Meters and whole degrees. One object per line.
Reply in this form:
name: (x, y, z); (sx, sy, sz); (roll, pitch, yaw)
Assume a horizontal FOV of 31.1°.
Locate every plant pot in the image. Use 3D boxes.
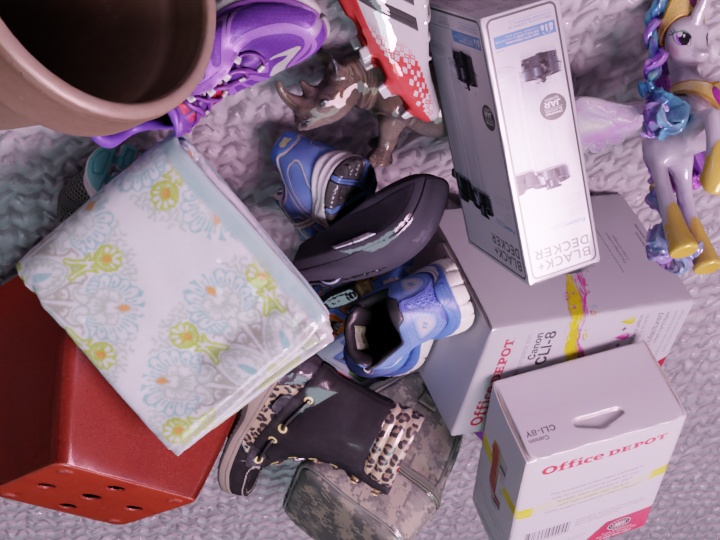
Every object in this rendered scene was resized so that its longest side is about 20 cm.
plant pot: (-0.217, -0.165, 0.794); (0.174, 0.201, 0.200); (-16, 145, 37)
plant pot: (-0.222, 0.113, 1.123); (0.199, 0.177, 0.200); (23, 149, -34)

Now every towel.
towel: (-0.140, 0.021, 0.990); (0.171, 0.048, 0.200); (-38, 96, 10)

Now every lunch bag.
lunch bag: (0.024, 0.200, 1.313); (0.139, 0.168, 0.200); (38, 154, 9)

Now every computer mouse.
computer mouse: (0.000, 0.000, 1.055); (0.199, 0.046, 0.140); (-29, 156, 11)

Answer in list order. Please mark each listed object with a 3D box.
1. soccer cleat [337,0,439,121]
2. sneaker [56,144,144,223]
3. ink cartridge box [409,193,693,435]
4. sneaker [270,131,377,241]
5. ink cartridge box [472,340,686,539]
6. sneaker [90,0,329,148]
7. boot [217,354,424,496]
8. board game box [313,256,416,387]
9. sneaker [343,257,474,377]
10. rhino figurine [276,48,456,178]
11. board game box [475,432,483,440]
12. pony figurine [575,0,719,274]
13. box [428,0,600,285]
soccer cleat: (0.025, -0.190, 0.904); (0.085, 0.069, 0.200); (-30, 125, 3)
sneaker: (-0.168, -0.035, 1.090); (0.091, 0.078, 0.200); (-22, 137, 37)
ink cartridge box: (0.155, 0.037, 1.142); (0.199, 0.145, 0.146); (-6, 137, -21)
sneaker: (-0.025, -0.056, 1.095); (0.076, 0.077, 0.200); (-51, 160, -18)
ink cartridge box: (0.183, 0.162, 1.117); (0.145, 0.084, 0.200); (-14, 144, -12)
sneaker: (-0.113, -0.139, 0.949); (0.199, 0.084, 0.081); (-21, 140, 13)
boot: (-0.038, 0.157, 1.155); (0.150, 0.073, 0.200); (26, 127, 3)
board game box: (0.012, 0.055, 1.254); (0.200, 0.037, 0.151); (-30, 137, 24)
sneaker: (0.017, 0.047, 1.096); (0.089, 0.079, 0.200); (-15, 165, -23)
rhino figurine: (0.028, -0.129, 1.007); (0.199, 0.060, 0.088); (8, 114, -20)
board game box: (0.176, 0.148, 1.413); (0.120, 0.032, 0.200); (-20, 141, 19)
pony figurine: (0.246, -0.103, 1.016); (0.166, 0.201, 0.193); (-3, 157, -19)
box: (0.109, -0.102, 0.945); (0.060, 0.117, 0.201); (-19, 114, -13)
